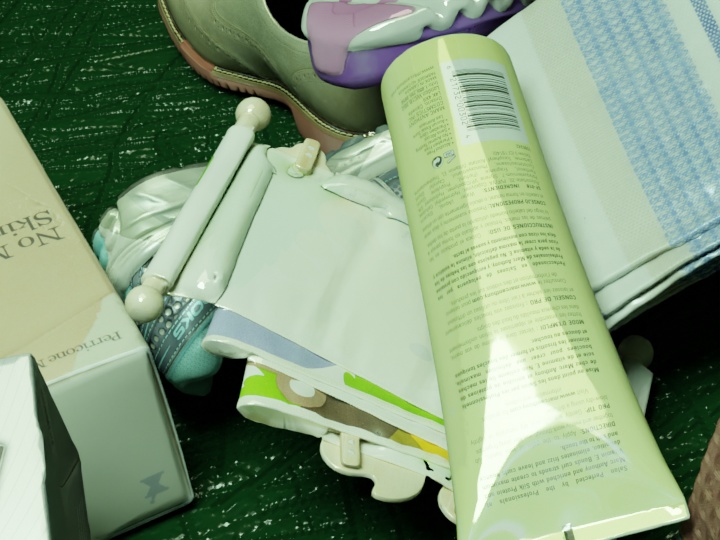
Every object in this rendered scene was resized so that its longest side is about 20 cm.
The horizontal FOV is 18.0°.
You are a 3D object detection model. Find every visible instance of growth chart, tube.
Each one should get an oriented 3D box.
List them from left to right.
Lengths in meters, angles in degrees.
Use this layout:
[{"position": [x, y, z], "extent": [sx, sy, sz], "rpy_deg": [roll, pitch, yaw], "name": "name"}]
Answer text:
[{"position": [0.015, 0.025, 0.806], "extent": [0.199, 0.018, 0.145], "rpy_deg": [31, 44, 3], "name": "growth chart"}, {"position": [0.050, 0.009, 0.790], "extent": [0.052, 0.058, 0.201], "rpy_deg": [15, 47, -36], "name": "tube"}]

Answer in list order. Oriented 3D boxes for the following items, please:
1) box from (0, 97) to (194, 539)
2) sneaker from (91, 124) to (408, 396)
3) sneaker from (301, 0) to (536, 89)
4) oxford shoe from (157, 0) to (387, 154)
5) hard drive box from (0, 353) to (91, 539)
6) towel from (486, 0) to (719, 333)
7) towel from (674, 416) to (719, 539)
[{"position": [-0.144, 0.022, 0.876], "extent": [0.094, 0.078, 0.200], "rpy_deg": [-22, 38, -14], "name": "box"}, {"position": [0.000, 0.000, 0.889], "extent": [0.199, 0.078, 0.087], "rpy_deg": [-15, 65, -18], "name": "sneaker"}, {"position": [0.057, -0.096, 0.952], "extent": [0.080, 0.089, 0.200], "rpy_deg": [17, 28, 38], "name": "sneaker"}, {"position": [-0.032, -0.118, 1.035], "extent": [0.071, 0.074, 0.200], "rpy_deg": [-30, 40, -24], "name": "oxford shoe"}, {"position": [-0.182, 0.128, 0.708], "extent": [0.198, 0.077, 0.157], "rpy_deg": [-13, 58, 0], "name": "hard drive box"}, {"position": [0.131, -0.073, 0.823], "extent": [0.199, 0.024, 0.148], "rpy_deg": [-33, 53, 17], "name": "towel"}, {"position": [0.135, 0.102, 0.646], "extent": [0.022, 0.147, 0.200], "rpy_deg": [5, 33, -16], "name": "towel"}]
